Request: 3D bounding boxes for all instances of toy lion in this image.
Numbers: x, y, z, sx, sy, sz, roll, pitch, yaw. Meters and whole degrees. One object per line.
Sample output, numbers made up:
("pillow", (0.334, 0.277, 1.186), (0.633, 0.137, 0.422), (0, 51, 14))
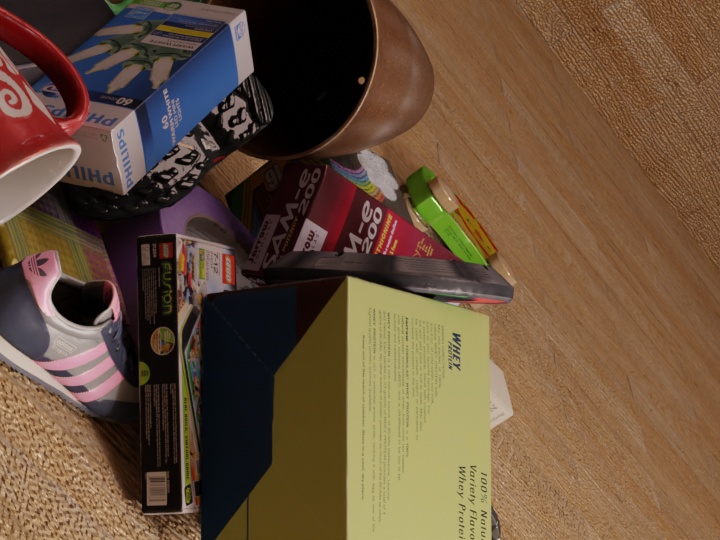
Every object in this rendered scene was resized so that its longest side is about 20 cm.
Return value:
("toy lion", (0.124, -0.051, 2.467), (0.200, 0.068, 0.192), (51, 12, -20))

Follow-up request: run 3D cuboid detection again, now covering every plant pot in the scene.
("plant pot", (-0.018, -0.180, 1.760), (0.200, 0.186, 0.188), (8, 52, -60))

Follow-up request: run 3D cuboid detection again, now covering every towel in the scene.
("towel", (-0.248, -0.042, 1.513), (0.143, 0.023, 0.201), (26, 35, -58))

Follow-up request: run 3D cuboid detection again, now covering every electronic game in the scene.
("electronic game", (0.022, 0.011, 1.556), (0.200, 0.198, 0.042), (12, 82, -66))

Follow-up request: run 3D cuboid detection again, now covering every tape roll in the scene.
("tape roll", (-0.128, 0.027, 1.650), (0.200, 0.065, 0.201), (50, 20, -25))

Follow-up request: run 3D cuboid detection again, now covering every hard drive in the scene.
("hard drive", (-0.275, -0.199, 1.555), (0.135, 0.042, 0.200), (55, 36, 8))

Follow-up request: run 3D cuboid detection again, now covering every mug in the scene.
("mug", (-0.297, -0.130, 1.373), (0.201, 0.133, 0.177), (54, 15, 4))

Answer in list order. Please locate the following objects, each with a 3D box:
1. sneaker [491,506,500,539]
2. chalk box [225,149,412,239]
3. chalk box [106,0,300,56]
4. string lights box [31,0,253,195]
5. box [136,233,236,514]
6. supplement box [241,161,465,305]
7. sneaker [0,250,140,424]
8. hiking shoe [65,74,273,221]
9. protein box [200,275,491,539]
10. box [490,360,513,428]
("sneaker", (0.067, 0.198, 1.868), (0.200, 0.075, 0.080), (48, 18, -30))
("chalk box", (-0.021, -0.009, 1.857), (0.124, 0.124, 0.201), (23, 39, -50))
("chalk box", (-0.170, -0.221, 1.798), (0.124, 0.125, 0.200), (42, 6, 35))
("string lights box", (-0.176, -0.139, 1.529), (0.200, 0.102, 0.059), (-50, 143, -46))
("box", (-0.127, 0.078, 1.468), (0.110, 0.034, 0.202), (12, 75, -69))
("supplement box", (0.000, 0.000, 1.708), (0.199, 0.061, 0.110), (33, 72, -38))
("sneaker", (-0.190, 0.050, 1.416), (0.200, 0.082, 0.071), (35, 28, -51))
("hiking shoe", (-0.158, -0.088, 1.599), (0.199, 0.087, 0.075), (-31, 89, -32))
("protein box", (-0.008, 0.122, 1.483), (0.199, 0.134, 0.201), (15, 72, -54))
("box", (0.071, 0.095, 2.039), (0.200, 0.082, 0.069), (42, 23, -37))
